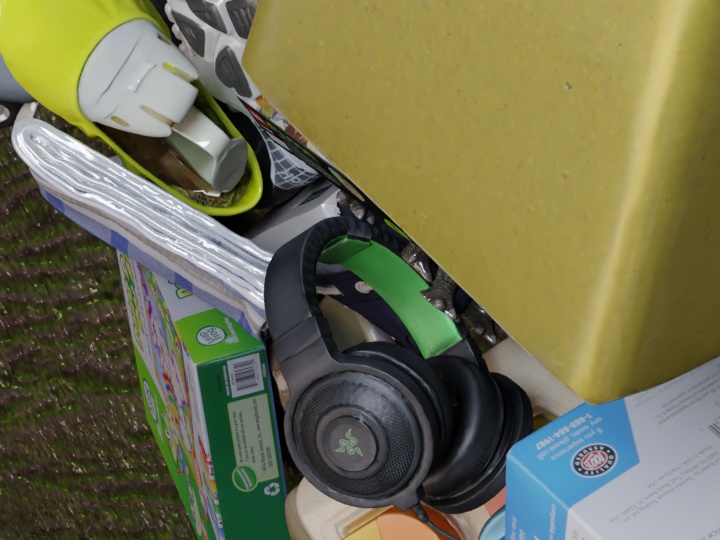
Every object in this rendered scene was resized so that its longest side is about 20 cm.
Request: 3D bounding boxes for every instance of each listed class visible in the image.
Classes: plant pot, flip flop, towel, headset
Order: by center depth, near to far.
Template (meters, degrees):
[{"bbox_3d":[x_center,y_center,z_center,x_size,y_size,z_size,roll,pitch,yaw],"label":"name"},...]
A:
[{"bbox_3d":[0.103,-0.117,0.810,0.194,0.195,0.200,45,140,32],"label":"plant pot"},{"bbox_3d":[0.012,0.075,1.094,0.094,0.123,0.200,-35,65,28],"label":"headset"},{"bbox_3d":[-0.096,-0.015,1.205,0.147,0.024,0.200,31,173,-1],"label":"towel"},{"bbox_3d":[-0.028,0.051,1.355,0.200,0.057,0.081,-2,113,63],"label":"flip flop"}]

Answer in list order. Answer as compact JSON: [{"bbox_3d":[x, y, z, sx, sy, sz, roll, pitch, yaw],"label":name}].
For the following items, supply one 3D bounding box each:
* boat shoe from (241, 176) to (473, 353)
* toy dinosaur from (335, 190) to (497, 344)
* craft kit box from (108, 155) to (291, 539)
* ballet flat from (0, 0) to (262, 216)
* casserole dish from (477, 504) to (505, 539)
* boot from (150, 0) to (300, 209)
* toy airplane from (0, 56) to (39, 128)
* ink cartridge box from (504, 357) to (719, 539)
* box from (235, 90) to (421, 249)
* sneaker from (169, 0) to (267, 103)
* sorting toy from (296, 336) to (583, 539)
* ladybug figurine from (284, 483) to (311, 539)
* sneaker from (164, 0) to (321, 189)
[{"bbox_3d":[0.000,0.000,1.243,0.093,0.075,0.200,50,166,-7],"label":"boat shoe"},{"bbox_3d":[0.054,-0.037,1.094,0.077,0.102,0.200,34,-168,-47],"label":"toy dinosaur"},{"bbox_3d":[-0.089,0.064,1.438,0.198,0.048,0.200,-116,16,-51],"label":"craft kit box"},{"bbox_3d":[-0.092,-0.076,1.124,0.067,0.067,0.200,31,171,27],"label":"ballet flat"},{"bbox_3d":[0.117,0.189,1.131,0.121,0.039,0.200,-42,84,31],"label":"casserole dish"},{"bbox_3d":[-0.099,-0.121,1.306,0.204,0.073,0.154,70,161,-2],"label":"boot"},{"bbox_3d":[-0.196,-0.167,1.315,0.141,0.199,0.200,-22,95,27],"label":"toy airplane"},{"bbox_3d":[0.162,0.124,1.005,0.200,0.116,0.067,44,149,34],"label":"ink cartridge box"},{"bbox_3d":[0.045,-0.062,1.036,0.200,0.110,0.035,37,171,45],"label":"box"},{"bbox_3d":[0.008,-0.119,1.043,0.200,0.083,0.081,-1,123,33],"label":"sneaker"},{"bbox_3d":[0.075,0.144,1.182,0.185,0.036,0.200,-35,80,32],"label":"sorting toy"},{"bbox_3d":[0.040,0.167,1.312,0.200,0.072,0.136,42,162,37],"label":"ladybug figurine"},{"bbox_3d":[-0.065,-0.132,1.200,0.200,0.076,0.081,57,132,15],"label":"sneaker"}]
